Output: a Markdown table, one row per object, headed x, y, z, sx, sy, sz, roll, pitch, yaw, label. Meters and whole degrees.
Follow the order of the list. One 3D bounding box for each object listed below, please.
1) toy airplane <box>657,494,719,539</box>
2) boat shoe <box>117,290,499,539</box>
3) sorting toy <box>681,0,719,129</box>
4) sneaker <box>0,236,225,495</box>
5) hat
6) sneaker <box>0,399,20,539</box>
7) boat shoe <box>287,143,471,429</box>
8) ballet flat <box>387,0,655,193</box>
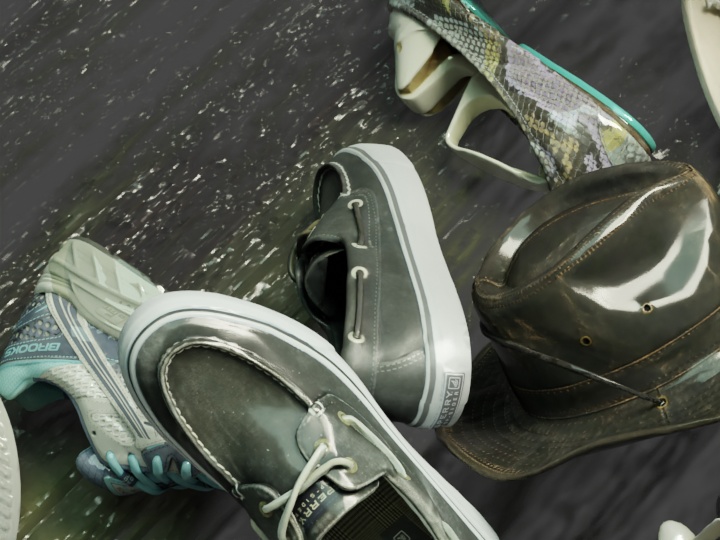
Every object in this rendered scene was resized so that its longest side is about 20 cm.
| x | y | z | sx | sy | sz | roll | pitch | yaw | label |
| --- | --- | --- | --- | --- | --- | --- | --- | --- | --- |
| 0.211 | 0.116 | 1.012 | 0.199 | 0.141 | 0.200 | 17 | 53 | 19 | toy airplane |
| -0.011 | 0.083 | 1.038 | 0.072 | 0.200 | 0.071 | -48 | 16 | 12 | boat shoe |
| 0.273 | -0.092 | 1.197 | 0.180 | 0.107 | 0.200 | -10 | 10 | -18 | sorting toy |
| -0.072 | 0.070 | 1.139 | 0.200 | 0.078 | 0.086 | 31 | 80 | 26 | sneaker |
| 0.109 | 0.002 | 1.105 | 0.201 | 0.081 | 0.201 | -24 | 18 | 8 | hat |
| -0.208 | 0.066 | 1.158 | 0.074 | 0.082 | 0.200 | 3 | 58 | -39 | sneaker |
| 0.000 | 0.000 | 1.150 | 0.057 | 0.069 | 0.200 | 4 | 28 | -15 | boat shoe |
| 0.055 | -0.093 | 1.262 | 0.072 | 0.072 | 0.200 | -30 | 52 | -19 | ballet flat |
